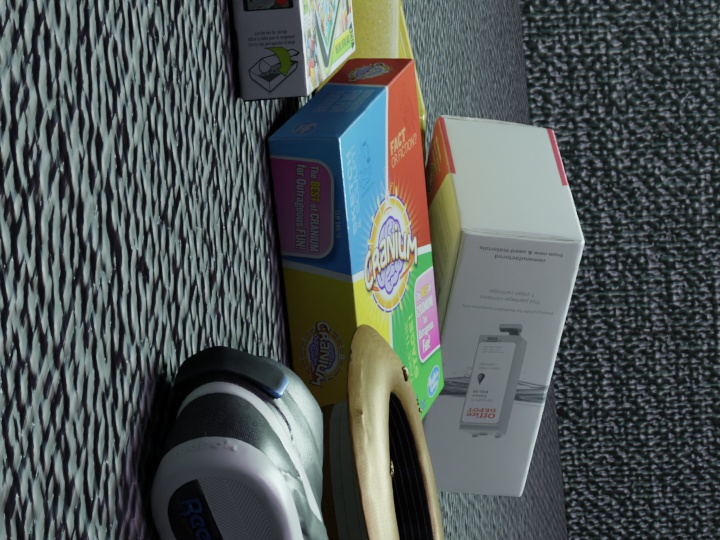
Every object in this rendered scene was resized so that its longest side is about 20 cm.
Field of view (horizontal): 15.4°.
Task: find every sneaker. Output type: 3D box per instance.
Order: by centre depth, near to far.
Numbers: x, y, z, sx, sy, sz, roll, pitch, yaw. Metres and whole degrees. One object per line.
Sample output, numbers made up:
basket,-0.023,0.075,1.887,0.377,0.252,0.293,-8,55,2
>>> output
sneaker,-0.034,0.119,1.112,0.112,0.073,0.201,-81,165,-52

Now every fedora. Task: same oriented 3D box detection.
fedora,-0.009,0.128,1.276,0.201,0.081,0.202,-8,90,-80

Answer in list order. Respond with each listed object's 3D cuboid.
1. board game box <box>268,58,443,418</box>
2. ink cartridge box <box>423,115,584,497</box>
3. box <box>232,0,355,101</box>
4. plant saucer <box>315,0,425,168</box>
board game box,0.000,0.000,1.463,0.153,0.040,0.201,-52,139,-63
ink cartridge box,0.075,0.024,1.716,0.147,0.082,0.201,-99,-163,-57
box,-0.035,-0.154,1.372,0.200,0.035,0.111,-60,146,-77
plant saucer,0.010,-0.073,1.644,0.200,0.048,0.201,75,14,-62
